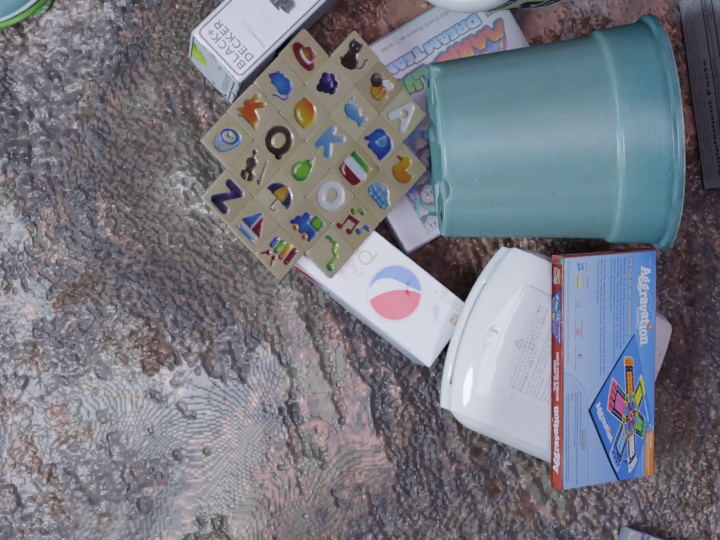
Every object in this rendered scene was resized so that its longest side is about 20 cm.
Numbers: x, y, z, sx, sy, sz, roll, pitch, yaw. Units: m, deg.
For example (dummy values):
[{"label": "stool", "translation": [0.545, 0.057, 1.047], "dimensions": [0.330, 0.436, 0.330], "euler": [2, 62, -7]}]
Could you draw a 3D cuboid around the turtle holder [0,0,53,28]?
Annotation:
[{"label": "turtle holder", "translation": [-0.306, -0.277, 1.183], "dimensions": [0.183, 0.132, 0.143], "euler": [3, 87, -8]}]

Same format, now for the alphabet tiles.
[{"label": "alphabet tiles", "translation": [-0.037, -0.099, 1.198], "dimensions": [0.166, 0.006, 0.200], "euler": [46, 76, -19]}]

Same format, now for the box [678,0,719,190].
[{"label": "box", "translation": [0.377, -0.175, 1.243], "dimensions": [0.104, 0.200, 0.186], "euler": [-7, 90, -9]}]

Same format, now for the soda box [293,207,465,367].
[{"label": "soda box", "translation": [0.000, 0.000, 1.254], "dimensions": [0.199, 0.064, 0.068], "euler": [38, 84, -6]}]

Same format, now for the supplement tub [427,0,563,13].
[{"label": "supplement tub", "translation": [0.128, -0.296, 1.197], "dimensions": [0.144, 0.199, 0.147], "euler": [7, 105, 31]}]

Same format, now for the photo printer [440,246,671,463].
[{"label": "photo printer", "translation": [0.168, 0.081, 1.244], "dimensions": [0.199, 0.069, 0.168], "euler": [24, 85, -28]}]

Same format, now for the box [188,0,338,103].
[{"label": "box", "translation": [-0.060, -0.242, 1.226], "dimensions": [0.200, 0.117, 0.060], "euler": [-45, 95, -6]}]

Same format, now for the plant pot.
[{"label": "plant pot", "translation": [0.158, -0.111, 1.202], "dimensions": [0.194, 0.200, 0.202], "euler": [-4, 89, 0]}]

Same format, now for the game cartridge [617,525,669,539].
[{"label": "game cartridge", "translation": [0.316, 0.330, 1.307], "dimensions": [0.198, 0.038, 0.131], "euler": [20, 90, -7]}]

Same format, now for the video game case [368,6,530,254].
[{"label": "video game case", "translation": [0.080, -0.143, 1.289], "dimensions": [0.199, 0.024, 0.183], "euler": [-31, 93, -8]}]

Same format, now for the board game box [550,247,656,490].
[{"label": "board game box", "translation": [0.211, 0.084, 1.216], "dimensions": [0.102, 0.019, 0.202], "euler": [-4, 98, -26]}]
